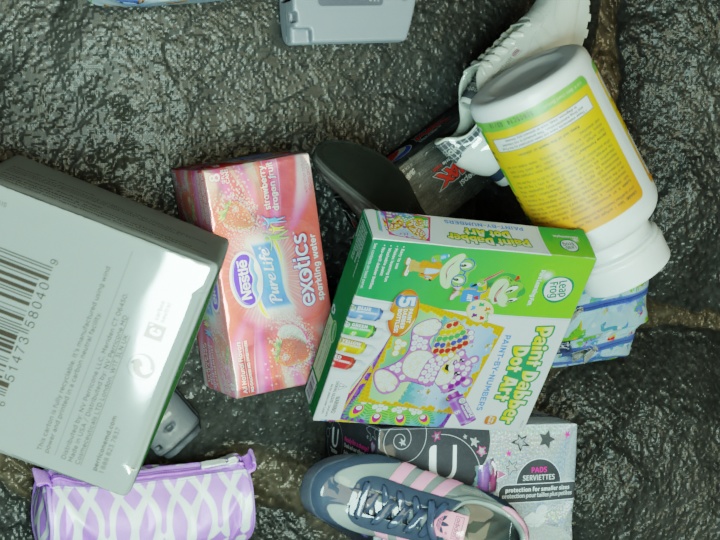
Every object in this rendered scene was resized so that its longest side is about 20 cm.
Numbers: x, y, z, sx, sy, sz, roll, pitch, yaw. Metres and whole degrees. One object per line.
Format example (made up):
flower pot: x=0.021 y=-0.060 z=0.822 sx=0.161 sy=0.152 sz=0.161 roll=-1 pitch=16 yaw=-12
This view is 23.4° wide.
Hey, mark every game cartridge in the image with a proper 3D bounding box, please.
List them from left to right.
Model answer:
game cartridge: x=-0.011 y=-0.304 z=1.560 sx=0.133 sy=0.042 sz=0.200 roll=-5 pitch=95 yaw=-31

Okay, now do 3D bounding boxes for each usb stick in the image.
usb stick: x=-0.214 y=0.078 z=1.503 sx=0.055 sy=0.033 sz=0.200 roll=-44 pitch=109 yaw=-15

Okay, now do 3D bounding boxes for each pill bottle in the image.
pill bottle: x=0.185 y=-0.081 z=1.485 sx=0.111 sy=0.111 sz=0.200 roll=-35 pitch=107 yaw=-17

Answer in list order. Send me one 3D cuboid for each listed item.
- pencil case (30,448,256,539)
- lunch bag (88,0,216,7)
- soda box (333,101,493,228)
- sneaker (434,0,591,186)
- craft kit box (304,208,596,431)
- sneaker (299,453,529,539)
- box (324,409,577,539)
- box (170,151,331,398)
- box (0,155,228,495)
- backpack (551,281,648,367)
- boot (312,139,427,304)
pencil case: x=-0.184 y=0.201 z=1.495 sx=0.200 sy=0.084 sz=0.086 roll=-5 pitch=131 yaw=-24
lunch bag: x=-0.158 y=-0.308 z=1.480 sx=0.200 sy=0.076 sz=0.161 roll=-8 pitch=95 yaw=-24
soda box: x=0.077 y=-0.097 z=1.599 sx=0.200 sy=0.063 sz=0.071 roll=-37 pitch=107 yaw=-16
sneaker: x=0.138 y=-0.178 z=1.551 sx=0.080 sy=0.076 sz=0.200 roll=25 pitch=82 yaw=-13
craft kit box: x=0.072 y=0.047 z=1.456 sx=0.197 sy=0.049 sz=0.200 roll=3 pitch=128 yaw=-20
sneaker: x=0.051 y=0.200 z=1.457 sx=0.200 sy=0.082 sz=0.070 roll=12 pitch=91 yaw=-19
box: x=0.080 y=0.183 z=1.582 sx=0.200 sy=0.132 sz=0.115 roll=0 pitch=95 yaw=-23
box: x=-0.092 y=0.001 z=1.516 sx=0.102 sy=0.095 sz=0.200 roll=-10 pitch=97 yaw=-21
box: x=-0.231 y=0.039 z=1.376 sx=0.200 sy=0.171 sz=0.199 roll=21 pitch=98 yaw=-5
backpack: x=0.174 y=0.023 z=1.610 sx=0.200 sy=0.163 sz=0.154 roll=-23 pitch=111 yaw=-27
boot: x=0.000 y=0.000 z=1.531 sx=0.200 sy=0.174 sz=0.069 roll=42 pitch=38 yaw=0
